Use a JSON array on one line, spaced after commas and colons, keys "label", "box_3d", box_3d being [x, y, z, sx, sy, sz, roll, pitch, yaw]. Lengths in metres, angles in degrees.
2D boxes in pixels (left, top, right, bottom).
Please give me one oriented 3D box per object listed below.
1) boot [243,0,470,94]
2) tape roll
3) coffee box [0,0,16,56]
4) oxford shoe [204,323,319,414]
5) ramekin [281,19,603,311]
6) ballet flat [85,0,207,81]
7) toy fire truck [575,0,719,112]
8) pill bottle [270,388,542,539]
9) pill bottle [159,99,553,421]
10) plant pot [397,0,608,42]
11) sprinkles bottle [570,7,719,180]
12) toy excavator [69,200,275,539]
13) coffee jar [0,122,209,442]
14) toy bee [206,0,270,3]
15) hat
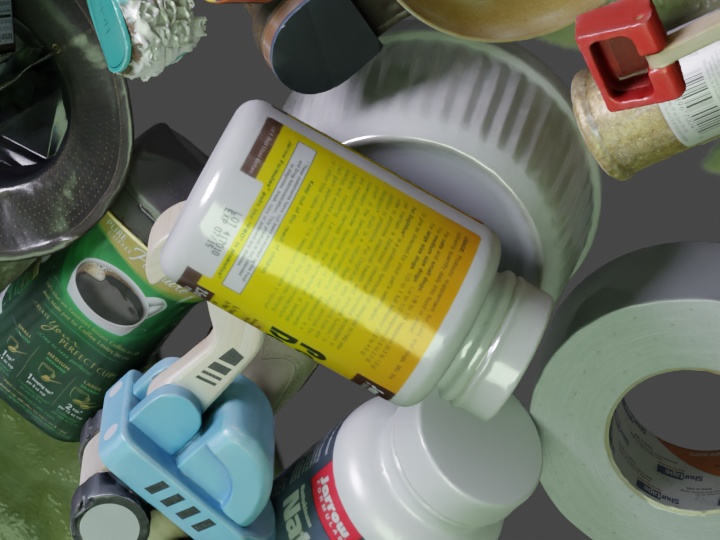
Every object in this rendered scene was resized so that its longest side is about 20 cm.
[{"label": "boot", "box_3d": [0.020, -0.182, 1.419, 0.199, 0.097, 0.075, -32, 123, -5]}, {"label": "tape roll", "box_3d": [0.202, 0.085, 1.540, 0.199, 0.066, 0.202, 7, 123, 10]}, {"label": "coffee box", "box_3d": [-0.261, -0.215, 1.415, 0.113, 0.080, 0.202, 0, 98, 15]}, {"label": "oxford shoe", "box_3d": [-0.086, 0.085, 1.602, 0.071, 0.074, 0.200, 38, 122, -11]}, {"label": "ramekin", "box_3d": [0.037, -0.033, 1.483, 0.198, 0.105, 0.201, 6, 123, 9]}, {"label": "ballet flat", "box_3d": [-0.141, -0.203, 1.435, 0.071, 0.072, 0.201, -20, 90, 24]}, {"label": "toy fire truck", "box_3d": [0.215, -0.162, 1.336, 0.199, 0.141, 0.049, -18, 118, 21]}, {"label": "pill bottle", "box_3d": [0.018, 0.144, 1.564, 0.119, 0.120, 0.200, 37, 135, -10]}, {"label": "pill bottle", "box_3d": [0.000, 0.000, 1.384, 0.199, 0.109, 0.110, 29, 123, -5]}, {"label": "plant pot", "box_3d": [0.084, -0.218, 1.352, 0.199, 0.027, 0.201, -12, 121, -21]}, {"label": "sprinkles bottle", "box_3d": [0.215, -0.117, 1.411, 0.199, 0.068, 0.068, -24, 113, 25]}, {"label": "toy excavator", "box_3d": [-0.094, 0.077, 1.506, 0.200, 0.100, 0.194, -41, 112, 18]}, {"label": "coffee jar", "box_3d": [-0.147, 0.007, 1.562, 0.104, 0.085, 0.200, 41, 122, -6]}, {"label": "toy bee", "box_3d": [-0.088, -0.242, 1.397, 0.108, 0.202, 0.130, -1, 163, 45]}, {"label": "hat", "box_3d": [-0.213, -0.108, 1.510, 0.199, 0.081, 0.202, 4, 105, 13]}]
